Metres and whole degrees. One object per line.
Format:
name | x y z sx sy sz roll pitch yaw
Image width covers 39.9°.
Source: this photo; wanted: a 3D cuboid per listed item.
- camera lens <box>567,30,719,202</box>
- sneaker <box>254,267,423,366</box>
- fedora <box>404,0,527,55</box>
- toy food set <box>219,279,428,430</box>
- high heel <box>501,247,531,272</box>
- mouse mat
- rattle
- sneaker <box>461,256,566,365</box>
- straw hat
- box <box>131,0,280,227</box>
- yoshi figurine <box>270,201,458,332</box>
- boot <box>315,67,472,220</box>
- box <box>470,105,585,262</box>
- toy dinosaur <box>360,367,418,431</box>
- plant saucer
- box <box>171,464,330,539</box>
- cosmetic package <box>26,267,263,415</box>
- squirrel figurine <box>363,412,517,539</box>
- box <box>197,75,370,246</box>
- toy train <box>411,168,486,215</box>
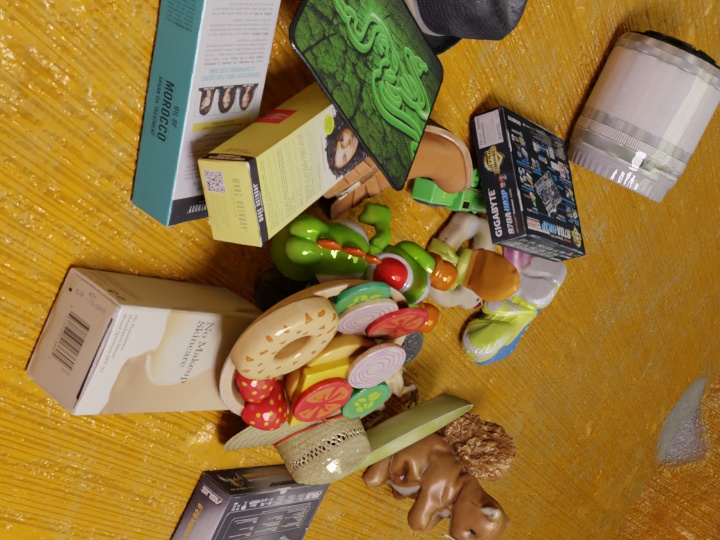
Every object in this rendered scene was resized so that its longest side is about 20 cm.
camera lens | 0.388 -0.212 1.348 0.160 0.160 0.200 8 110 -57
sneaker | -0.034 0.034 1.059 0.199 0.114 0.076 18 108 -30
fedora | 0.108 -0.286 0.948 0.200 0.092 0.201 -35 142 -33
toy food set | -0.034 0.080 0.911 0.198 0.049 0.200 -12 142 -27
high heel | 0.232 -0.074 1.338 0.200 0.067 0.096 -33 127 -51
mouse mat | 0.013 -0.188 0.872 0.200 0.008 0.161 51 48 -42
rattle | 0.173 0.016 1.271 0.130 0.143 0.200 -67 147 -23
sneaker | 0.221 0.062 1.450 0.200 0.076 0.105 -41 158 -14
straw hat | -0.041 0.187 1.075 0.201 0.085 0.201 -25 166 -7
box | -0.124 -0.139 0.790 0.082 0.049 0.200 -17 130 -48
yoshi figurine | -0.007 -0.007 0.966 0.200 0.113 0.112 24 131 -39
boot | 0.024 -0.104 1.012 0.155 0.074 0.200 -46 136 -6
box | 0.209 -0.101 1.215 0.200 0.046 0.159 10 69 -57
toy dinosaur | 0.038 0.137 1.254 0.200 0.058 0.101 -56 148 -5
plant saucer | 0.052 0.210 1.288 0.200 0.031 0.200 -27 166 -7
box | -0.137 0.310 1.164 0.200 0.048 0.159 11 108 -57
cosmetic package | -0.178 0.065 0.870 0.200 0.071 0.105 8 110 -57
squirrel figurine | 0.142 0.294 1.413 0.200 0.187 0.142 -52 148 -11
box | -0.053 -0.098 0.828 0.200 0.050 0.075 -46 137 -47
toy train | 0.124 -0.097 1.182 0.200 0.042 0.057 2 104 -55
